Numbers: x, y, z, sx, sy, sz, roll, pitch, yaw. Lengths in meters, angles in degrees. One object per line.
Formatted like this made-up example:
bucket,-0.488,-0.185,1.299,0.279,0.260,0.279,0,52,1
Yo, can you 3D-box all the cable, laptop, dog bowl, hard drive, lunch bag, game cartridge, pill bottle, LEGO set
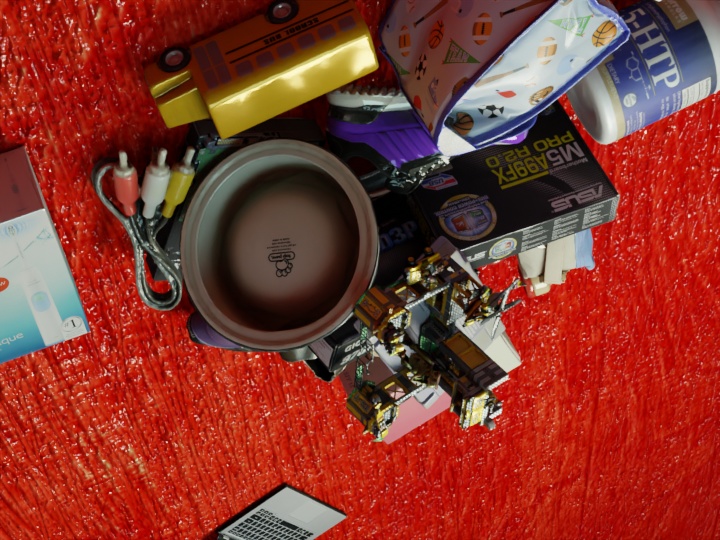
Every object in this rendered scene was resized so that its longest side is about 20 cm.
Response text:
cable,-0.212,-0.038,1.349,0.096,0.050,0.201,-2,123,-14
laptop,-0.121,0.431,2.019,0.199,0.116,0.187,-35,146,12
dog bowl,-0.069,-0.021,1.327,0.199,0.201,0.074,-33,166,10
hard drive,-0.130,-0.071,1.412,0.139,0.038,0.201,-5,141,-30
lunch bag,0.118,-0.221,1.266,0.200,0.171,0.124,-40,139,18
game cartridge,0.075,0.054,1.409,0.130,0.038,0.200,-48,149,-7
pill bottle,0.314,-0.225,1.439,0.199,0.120,0.120,-26,147,-3
LEGO set,0.073,0.090,1.303,0.153,0.116,0.201,-22,140,-35

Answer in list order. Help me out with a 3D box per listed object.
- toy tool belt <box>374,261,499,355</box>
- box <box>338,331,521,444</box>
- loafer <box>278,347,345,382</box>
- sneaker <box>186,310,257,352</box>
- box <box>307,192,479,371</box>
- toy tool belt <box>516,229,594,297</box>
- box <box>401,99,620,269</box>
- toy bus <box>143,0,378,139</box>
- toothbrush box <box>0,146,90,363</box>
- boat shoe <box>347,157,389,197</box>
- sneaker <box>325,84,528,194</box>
toy tool belt,0.087,0.024,1.581,0.198,0.125,0.124,-18,118,9
box,0.073,0.097,1.694,0.199,0.128,0.109,-32,145,7
loafer,-0.064,0.065,1.516,0.072,0.072,0.200,-1,153,36
sneaker,-0.117,0.059,1.588,0.087,0.077,0.199,-12,166,33
box,0.000,0.000,1.445,0.199,0.159,0.046,-25,150,-32
toy tool belt,0.238,-0.043,1.630,0.122,0.126,0.200,-19,147,3
box,0.148,-0.093,1.463,0.198,0.161,0.044,-18,145,-11
toy bus,-0.090,-0.182,1.254,0.199,0.079,0.065,-25,146,-4
toothbrush box,-0.352,-0.003,1.308,0.145,0.086,0.201,-19,144,-11
boat shoe,0.056,-0.146,1.412,0.199,0.071,0.063,-31,139,5
sneaker,0.062,-0.123,1.354,0.198,0.070,0.101,6,103,5
